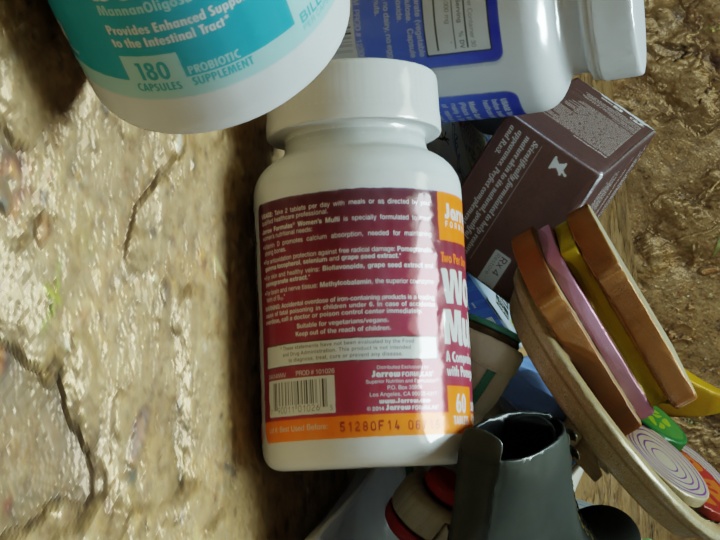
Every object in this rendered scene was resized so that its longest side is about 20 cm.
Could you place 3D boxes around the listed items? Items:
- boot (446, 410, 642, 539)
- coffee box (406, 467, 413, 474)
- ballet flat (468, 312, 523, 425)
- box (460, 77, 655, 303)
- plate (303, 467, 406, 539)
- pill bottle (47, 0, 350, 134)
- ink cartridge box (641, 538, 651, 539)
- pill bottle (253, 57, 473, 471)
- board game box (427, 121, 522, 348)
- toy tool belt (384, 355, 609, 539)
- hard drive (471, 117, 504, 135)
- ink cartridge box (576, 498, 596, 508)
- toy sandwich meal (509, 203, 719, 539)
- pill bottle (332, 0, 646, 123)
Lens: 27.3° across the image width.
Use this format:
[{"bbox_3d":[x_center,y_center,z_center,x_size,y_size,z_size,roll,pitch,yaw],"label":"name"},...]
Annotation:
[{"bbox_3d":[0.106,0.125,0.777,0.200,0.077,0.139,-21,123,-56],"label":"boot"},{"bbox_3d":[0.059,0.130,1.057,0.123,0.044,0.201,-60,142,-65],"label":"coffee box"},{"bbox_3d":[0.031,0.050,0.874,0.200,0.069,0.070,-163,-115,-70],"label":"ballet flat"},{"bbox_3d":[0.122,-0.057,0.967,0.100,0.075,0.200,-58,172,21],"label":"box"},{"bbox_3d":[0.000,0.214,0.844,0.200,0.032,0.201,-38,123,-72],"label":"plate"},{"bbox_3d":[-0.079,-0.153,0.522,0.201,0.110,0.111,68,23,-45],"label":"pill bottle"},{"bbox_3d":[0.097,0.233,0.860,0.200,0.144,0.085,-41,125,-71],"label":"ink cartridge box"},{"bbox_3d":[0.000,0.000,0.762,0.110,0.109,0.202,23,64,-73],"label":"pill bottle"},{"bbox_3d":[0.056,-0.076,1.029,0.200,0.043,0.200,52,32,-44],"label":"board game box"},{"bbox_3d":[0.093,0.097,0.909,0.123,0.125,0.200,-56,163,18],"label":"toy tool belt"},{"bbox_3d":[0.065,-0.198,1.018,0.200,0.042,0.135,59,26,-34],"label":"hard drive"},{"bbox_3d":[0.135,0.242,1.108,0.200,0.082,0.147,35,69,-82],"label":"ink cartridge box"},{"bbox_3d":[0.154,0.054,0.816,0.205,0.070,0.205,48,14,-15],"label":"toy sandwich meal"},{"bbox_3d":[0.059,-0.142,0.848,0.112,0.199,0.113,-4,90,-75],"label":"pill bottle"}]
